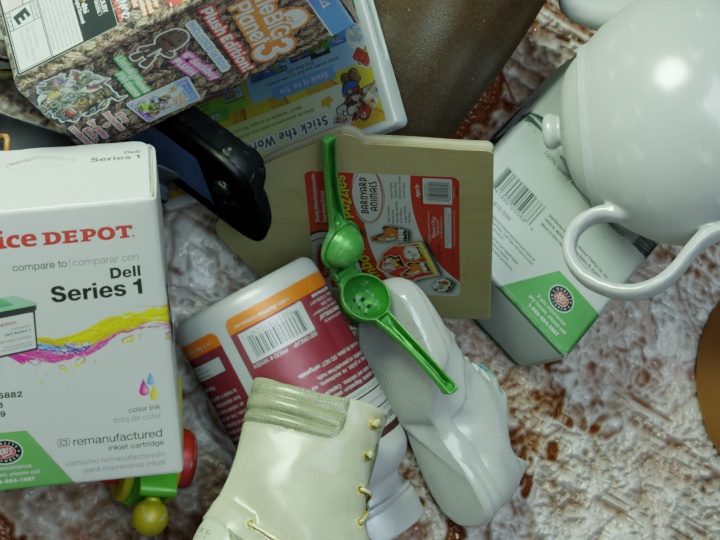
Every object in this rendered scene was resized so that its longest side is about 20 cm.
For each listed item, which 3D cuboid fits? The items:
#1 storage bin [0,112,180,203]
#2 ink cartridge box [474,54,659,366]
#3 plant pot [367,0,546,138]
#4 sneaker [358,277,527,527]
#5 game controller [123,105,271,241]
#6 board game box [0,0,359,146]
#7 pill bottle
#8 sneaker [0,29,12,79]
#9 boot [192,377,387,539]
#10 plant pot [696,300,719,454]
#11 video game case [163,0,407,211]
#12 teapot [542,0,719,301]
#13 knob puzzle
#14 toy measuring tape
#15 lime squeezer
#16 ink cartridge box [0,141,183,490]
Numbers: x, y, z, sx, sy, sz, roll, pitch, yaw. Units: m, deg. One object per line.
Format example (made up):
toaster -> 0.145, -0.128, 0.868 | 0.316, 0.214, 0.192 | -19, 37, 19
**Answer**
storage bin -> -0.237, -0.030, 1.181 | 0.199, 0.145, 0.135 | 17, 85, -17
ink cartridge box -> 0.152, -0.048, 1.350 | 0.147, 0.083, 0.200 | 47, 69, -8
plant pot -> 0.022, -0.163, 1.284 | 0.186, 0.187, 0.201 | 25, 87, -15
sneaker -> 0.067, 0.085, 1.303 | 0.088, 0.075, 0.201 | -36, 112, -38
game controller -> -0.138, -0.095, 1.202 | 0.200, 0.105, 0.042 | 37, 64, 24
board game box -> -0.127, -0.197, 1.111 | 0.199, 0.097, 0.160 | -24, 62, 10
pill bottle -> -0.038, 0.102, 1.238 | 0.113, 0.113, 0.201 | -28, 91, -22
sneaker -> -0.265, -0.239, 1.224 | 0.075, 0.090, 0.201 | -21, 89, -22
boot -> -0.002, 0.168, 1.136 | 0.199, 0.072, 0.155 | 23, 69, -9
plant pot -> 0.387, 0.084, 1.385 | 0.199, 0.140, 0.201 | 3, 80, -21
video game case -> -0.078, -0.158, 1.241 | 0.023, 0.199, 0.183 | -4, 78, -64
teapot -> 0.203, -0.102, 1.256 | 0.145, 0.200, 0.199 | -7, 106, 13
knob puzzle -> -0.004, -0.036, 1.252 | 0.219, 0.220, 0.031 | 22, 48, -16
toy measuring tape -> -0.153, 0.097, 1.235 | 0.073, 0.074, 0.201 | 6, 56, -19
lime squeezer -> 0.000, 0.000, 1.216 | 0.038, 0.071, 0.201 | -29, 105, -14
ink cartridge box -> -0.192, 0.030, 1.107 | 0.144, 0.084, 0.201 | -5, 118, -6
